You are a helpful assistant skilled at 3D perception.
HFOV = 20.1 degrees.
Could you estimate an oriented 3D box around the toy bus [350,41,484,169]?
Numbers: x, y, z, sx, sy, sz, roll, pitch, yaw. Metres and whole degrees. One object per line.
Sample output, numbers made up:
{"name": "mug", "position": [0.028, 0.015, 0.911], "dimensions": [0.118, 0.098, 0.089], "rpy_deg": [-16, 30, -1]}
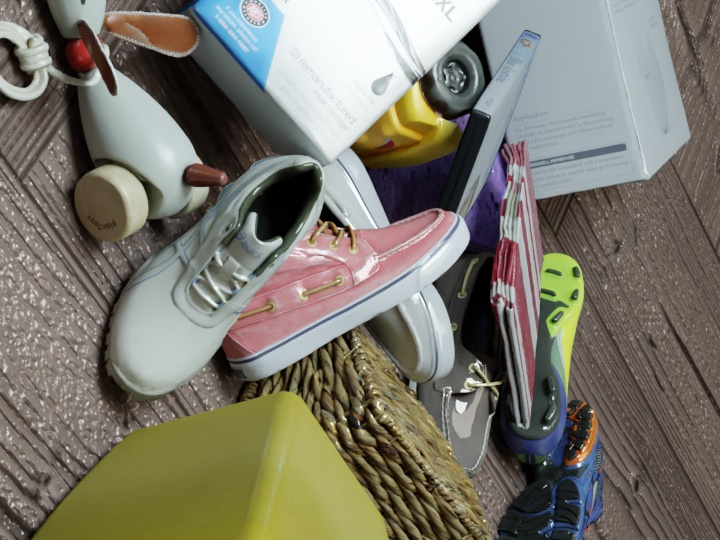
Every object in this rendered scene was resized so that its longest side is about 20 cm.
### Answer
{"name": "toy bus", "position": [-0.013, -0.190, 1.527], "dimensions": [0.192, 0.135, 0.201], "rpy_deg": [9, 78, -41]}

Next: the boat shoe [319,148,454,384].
{"name": "boat shoe", "position": [0.000, 0.000, 1.524], "dimensions": [0.066, 0.072, 0.201], "rpy_deg": [-26, 92, -43]}

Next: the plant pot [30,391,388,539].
{"name": "plant pot", "position": [-0.085, 0.194, 1.284], "dimensions": [0.200, 0.199, 0.177], "rpy_deg": [57, 30, -32]}

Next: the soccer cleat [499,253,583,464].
{"name": "soccer cleat", "position": [0.156, 0.076, 1.784], "dimensions": [0.084, 0.064, 0.201], "rpy_deg": [86, 13, -55]}

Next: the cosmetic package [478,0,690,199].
{"name": "cosmetic package", "position": [0.196, -0.184, 1.799], "dimensions": [0.199, 0.123, 0.201], "rpy_deg": [-35, 113, -66]}

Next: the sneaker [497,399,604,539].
{"name": "sneaker", "position": [0.177, 0.209, 1.761], "dimensions": [0.079, 0.075, 0.200], "rpy_deg": [57, 43, -37]}

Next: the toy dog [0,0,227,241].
{"name": "toy dog", "position": [-0.145, -0.113, 1.329], "dimensions": [0.200, 0.096, 0.132], "rpy_deg": [61, 39, -28]}

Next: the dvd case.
{"name": "dvd case", "position": [0.093, -0.094, 1.587], "dimensions": [0.200, 0.017, 0.143], "rpy_deg": [-57, 168, -61]}

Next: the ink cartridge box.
{"name": "ink cartridge box", "position": [-0.011, -0.188, 1.423], "dimensions": [0.200, 0.084, 0.146], "rpy_deg": [-45, 100, -16]}

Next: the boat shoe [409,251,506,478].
{"name": "boat shoe", "position": [0.084, 0.077, 1.635], "dimensions": [0.072, 0.059, 0.201], "rpy_deg": [31, 50, -37]}

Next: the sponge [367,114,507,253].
{"name": "sponge", "position": [0.070, -0.080, 1.701], "dimensions": [0.200, 0.030, 0.112], "rpy_deg": [15, 72, -55]}

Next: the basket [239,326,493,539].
{"name": "basket", "position": [-0.016, 0.150, 1.494], "dimensions": [0.200, 0.149, 0.143], "rpy_deg": [52, 10, -37]}

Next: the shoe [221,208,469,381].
{"name": "shoe", "position": [-0.021, -0.010, 1.444], "dimensions": [0.200, 0.071, 0.091], "rpy_deg": [-31, 110, -11]}

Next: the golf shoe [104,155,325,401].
{"name": "golf shoe", "position": [-0.095, -0.003, 1.339], "dimensions": [0.078, 0.097, 0.200], "rpy_deg": [38, 73, -7]}

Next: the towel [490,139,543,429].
{"name": "towel", "position": [0.129, 0.010, 1.666], "dimensions": [0.200, 0.023, 0.144], "rpy_deg": [-80, 163, -46]}
